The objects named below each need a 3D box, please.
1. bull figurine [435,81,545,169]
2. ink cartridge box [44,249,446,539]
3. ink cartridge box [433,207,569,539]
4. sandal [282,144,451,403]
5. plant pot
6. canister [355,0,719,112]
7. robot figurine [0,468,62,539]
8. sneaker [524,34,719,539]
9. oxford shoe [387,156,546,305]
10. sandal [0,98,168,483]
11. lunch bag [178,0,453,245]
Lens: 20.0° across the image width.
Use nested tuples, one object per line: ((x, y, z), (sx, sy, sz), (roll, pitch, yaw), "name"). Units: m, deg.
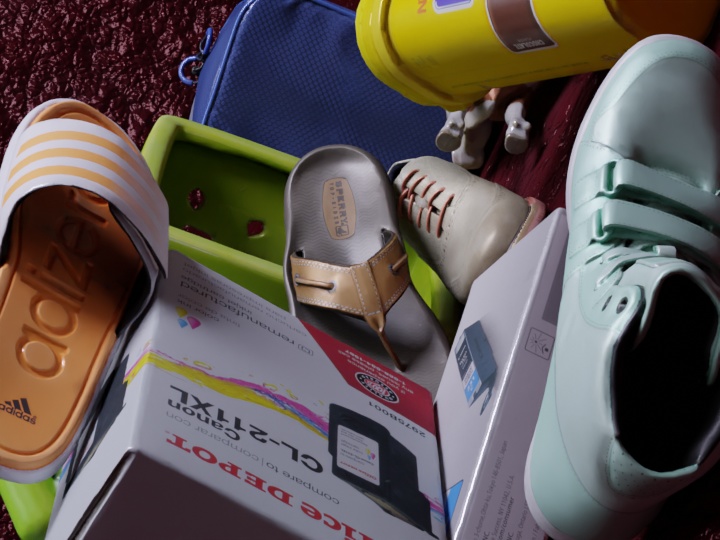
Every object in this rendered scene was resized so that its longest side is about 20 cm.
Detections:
((0.092, -0.129, 1.200), (0.200, 0.065, 0.122), (-59, 14, 32), "bull figurine")
((-0.044, 0.092, 0.848), (0.083, 0.146, 0.200), (-56, 13, 18), "ink cartridge box")
((0.045, 0.093, 0.932), (0.176, 0.045, 0.200), (-47, 19, 58), "ink cartridge box")
((0.000, 0.000, 1.061), (0.055, 0.082, 0.200), (84, 177, -50), "sandal")
((-0.064, 0.045, 1.217), (0.199, 0.200, 0.182), (-89, 20, -68), "plant pot")
((0.099, -0.165, 1.031), (0.200, 0.086, 0.149), (-3, 62, 57), "canister")
((-0.106, 0.096, 1.037), (0.200, 0.175, 0.116), (2, 100, 55), "robot figurine")
((0.114, -0.006, 0.719), (0.118, 0.074, 0.201), (124, 160, -71), "sneaker")
((0.050, -0.023, 1.117), (0.071, 0.074, 0.200), (-63, 10, 2), "oxford shoe")
((-0.115, -0.003, 0.852), (0.059, 0.079, 0.207), (-45, 27, 39), "sandal")
((-0.024, -0.103, 1.352), (0.132, 0.200, 0.136), (-141, 72, -83), "lunch bag")
